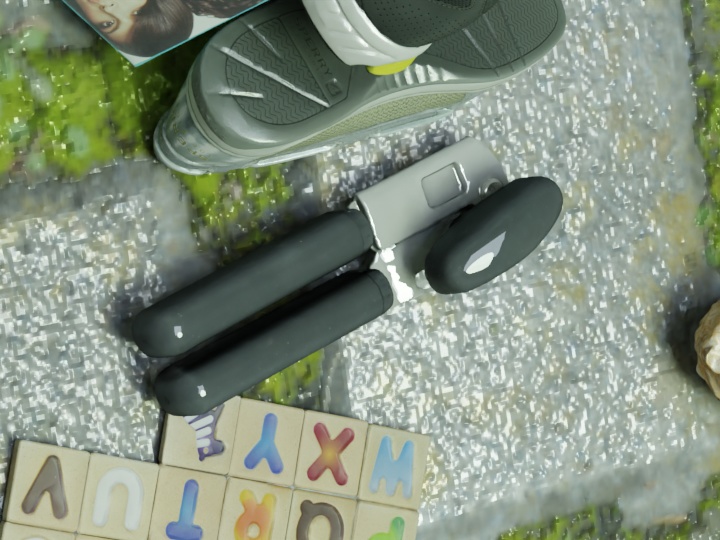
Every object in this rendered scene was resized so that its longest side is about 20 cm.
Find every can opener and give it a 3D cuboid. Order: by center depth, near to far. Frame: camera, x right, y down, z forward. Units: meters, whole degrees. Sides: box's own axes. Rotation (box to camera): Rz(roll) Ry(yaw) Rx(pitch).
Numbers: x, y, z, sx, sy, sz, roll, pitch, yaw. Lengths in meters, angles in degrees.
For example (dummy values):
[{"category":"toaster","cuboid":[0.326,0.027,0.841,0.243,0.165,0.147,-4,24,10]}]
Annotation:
[{"category":"can opener","cuboid":[0.000,0.000,1.189,0.199,0.067,0.054,-29,105,-34]}]

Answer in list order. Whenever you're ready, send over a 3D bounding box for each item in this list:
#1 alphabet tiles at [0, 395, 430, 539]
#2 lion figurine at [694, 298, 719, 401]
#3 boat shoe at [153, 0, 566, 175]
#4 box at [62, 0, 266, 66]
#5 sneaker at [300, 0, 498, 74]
[{"category":"alphabet tiles","cuboid":[-0.064,0.135,1.184,0.199,0.008,0.168,13,83,-33]},{"category":"lion figurine","cuboid":[0.237,0.013,1.355,0.122,0.072,0.200,45,53,-12]},{"category":"boat shoe","cuboid":[0.002,-0.090,1.201,0.201,0.065,0.075,-27,85,-36]},{"category":"box","cuboid":[-0.115,-0.165,1.073,0.200,0.082,0.049,42,35,-39]},{"category":"sneaker","cuboid":[-0.005,-0.176,1.087,0.201,0.084,0.074,60,39,-15]}]
